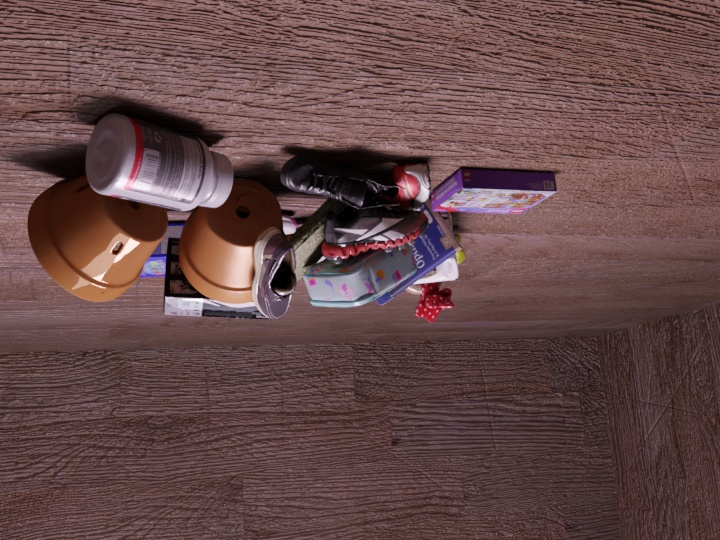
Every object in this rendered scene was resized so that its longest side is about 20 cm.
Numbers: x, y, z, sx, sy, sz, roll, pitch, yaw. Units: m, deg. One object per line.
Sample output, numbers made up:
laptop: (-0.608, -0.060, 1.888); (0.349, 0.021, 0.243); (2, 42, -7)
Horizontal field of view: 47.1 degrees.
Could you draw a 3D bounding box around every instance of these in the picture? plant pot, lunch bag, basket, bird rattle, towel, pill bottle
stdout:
plant pot: (-0.215, -0.063, 1.441); (0.195, 0.204, 0.141); (0, 151, -18)
lunch bag: (0.000, 0.000, 1.499); (0.158, 0.079, 0.199); (-5, -162, 43)
basket: (0.132, -0.054, 1.717); (0.132, 0.127, 0.200); (-5, 167, 8)
bird rattle: (0.144, 0.004, 1.854); (0.160, 0.204, 0.113); (23, 168, -6)
plant pot: (-0.398, -0.073, 1.304); (0.138, 0.204, 0.198); (-29, 157, 27)
towel: (-0.069, -0.066, 1.479); (0.036, 0.200, 0.149); (38, 155, 12)
pill bottle: (-0.282, -0.148, 1.186); (0.109, 0.114, 0.198); (-14, 164, 39)

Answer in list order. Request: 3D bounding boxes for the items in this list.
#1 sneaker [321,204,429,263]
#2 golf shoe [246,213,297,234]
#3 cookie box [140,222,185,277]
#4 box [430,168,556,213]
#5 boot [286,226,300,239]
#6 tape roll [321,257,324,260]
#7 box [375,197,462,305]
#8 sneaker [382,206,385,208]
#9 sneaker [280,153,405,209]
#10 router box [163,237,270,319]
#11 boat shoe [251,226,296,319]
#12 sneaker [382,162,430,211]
sneaker: (0.024, -0.082, 1.415); (0.196, 0.100, 0.071); (-13, -157, -12)
golf shoe: (-0.220, -0.066, 1.621); (0.195, 0.094, 0.075); (-3, 166, -12)
cookie box: (-0.370, -0.042, 1.707); (0.194, 0.077, 0.171); (-2, 168, -9)
box: (0.246, -0.146, 1.540); (0.195, 0.040, 0.137); (0, 166, -20)
boot: (-0.163, -0.024, 1.660); (0.194, 0.070, 0.190); (-4, -148, 5)
tape roll: (-0.026, -0.049, 1.811); (0.197, 0.073, 0.203); (-4, 168, -1)
box: (0.084, -0.036, 1.599); (0.198, 0.123, 0.032); (-36, 166, 12)
sneaker: (0.009, -0.100, 1.626); (0.089, 0.078, 0.199); (-12, 175, -26)
sneaker: (-0.028, -0.140, 1.340); (0.197, 0.061, 0.103); (1, -157, -47)
router box: (-0.259, 0.014, 1.515); (0.195, 0.151, 0.052); (4, 136, -14)
boat shoe: (-0.140, 0.018, 1.396); (0.071, 0.065, 0.203); (-30, 144, -31)
sneaker: (0.069, -0.137, 1.474); (0.083, 0.079, 0.201); (3, 156, -8)
